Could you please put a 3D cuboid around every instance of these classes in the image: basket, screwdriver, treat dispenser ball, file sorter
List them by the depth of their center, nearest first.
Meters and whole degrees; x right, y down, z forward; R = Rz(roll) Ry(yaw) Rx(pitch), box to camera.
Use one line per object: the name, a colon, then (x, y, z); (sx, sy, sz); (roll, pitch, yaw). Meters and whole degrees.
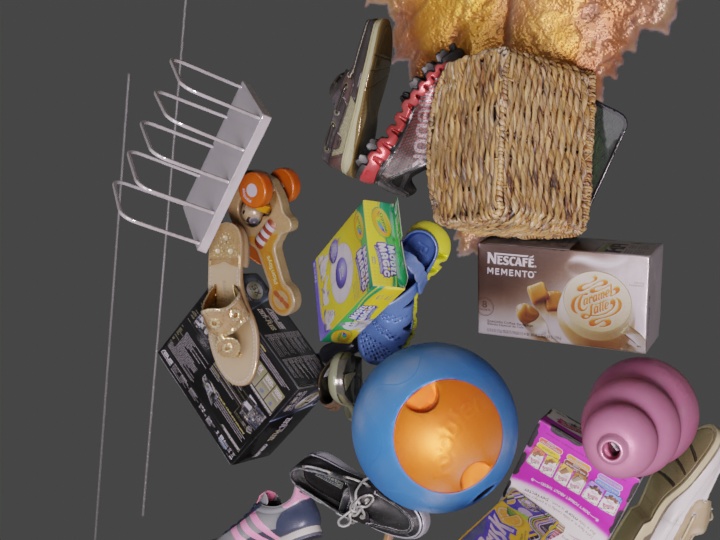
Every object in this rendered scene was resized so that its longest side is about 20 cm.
basket: (0.170, -0.138, 1.219); (0.142, 0.148, 0.202); (-5, 80, 55)
treat dispenser ball: (0.089, 0.188, 1.270); (0.200, 0.201, 0.203); (5, 101, 26)
file sorter: (-0.224, -0.156, 1.377); (0.201, 0.124, 0.139); (-61, 28, 17)
screwdriver: (-0.083, 0.130, 1.445); (0.199, 0.029, 0.028); (-23, 87, 26)

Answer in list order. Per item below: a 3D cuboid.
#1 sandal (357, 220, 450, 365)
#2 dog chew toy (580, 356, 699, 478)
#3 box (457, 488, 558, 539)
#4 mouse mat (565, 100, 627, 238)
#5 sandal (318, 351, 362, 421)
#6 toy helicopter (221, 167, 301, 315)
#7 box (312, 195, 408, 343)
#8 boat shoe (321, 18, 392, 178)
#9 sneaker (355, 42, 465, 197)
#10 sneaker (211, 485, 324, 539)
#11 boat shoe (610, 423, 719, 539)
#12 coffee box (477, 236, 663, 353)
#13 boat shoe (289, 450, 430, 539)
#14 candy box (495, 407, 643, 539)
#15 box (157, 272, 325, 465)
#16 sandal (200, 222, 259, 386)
sandal: (0.041, 0.032, 1.334); (0.079, 0.087, 0.201); (27, 111, 19)
dog chew toy: (0.298, 0.167, 1.157); (0.124, 0.200, 0.126); (4, 100, 26)
box: (0.152, 0.317, 1.189); (0.070, 0.200, 0.065); (35, 112, 19)
mouse mat: (0.210, -0.124, 1.265); (0.160, 0.008, 0.201); (29, 111, 20)
sandal: (-0.028, 0.142, 1.336); (0.057, 0.201, 0.080); (-3, 72, 7)
toy helicopter: (-0.132, -0.035, 1.418); (0.132, 0.079, 0.201); (-18, 90, 35)
box: (0.000, 0.000, 1.297); (0.200, 0.048, 0.118); (134, 135, -53)
boat shoe: (-0.010, -0.219, 1.326); (0.066, 0.072, 0.202); (18, 111, 18)
sneaker: (0.081, -0.175, 1.290); (0.098, 0.071, 0.201); (34, 101, -1)
sneaker: (-0.140, 0.358, 1.502); (0.199, 0.070, 0.083); (-20, 72, 26)
boat shoe: (0.367, 0.268, 1.218); (0.068, 0.075, 0.201); (30, 106, -9)
coffee box: (0.241, 0.021, 1.227); (0.199, 0.080, 0.115); (7, 106, 26)
boat shoe: (-0.004, 0.304, 1.411); (0.199, 0.068, 0.074); (29, 111, 20)
candy box: (0.242, 0.289, 1.285); (0.136, 0.061, 0.201); (30, 110, 20)
box: (-0.158, 0.131, 1.436); (0.164, 0.086, 0.200); (-50, 65, 25)
sandal: (-0.181, 0.042, 1.356); (0.077, 0.070, 0.214); (-6, 83, 28)
